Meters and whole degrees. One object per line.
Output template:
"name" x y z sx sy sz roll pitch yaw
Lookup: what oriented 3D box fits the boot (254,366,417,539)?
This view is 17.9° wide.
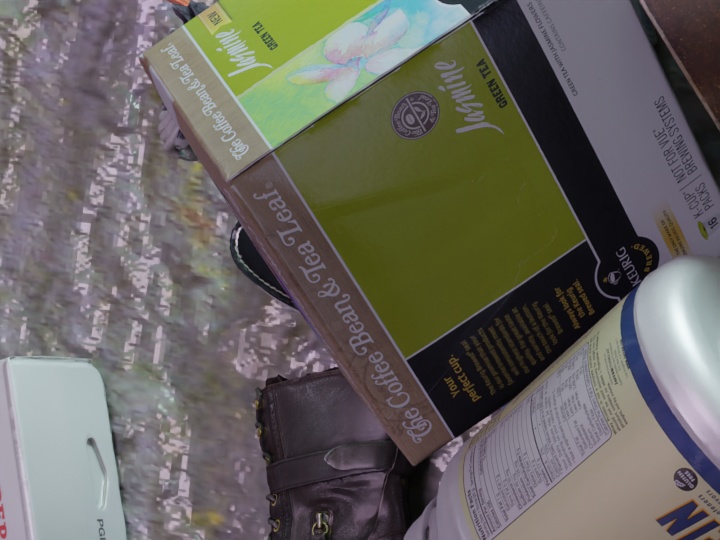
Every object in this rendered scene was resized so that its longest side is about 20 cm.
"boot" -0.036 0.145 1.265 0.200 0.069 0.174 -20 70 28

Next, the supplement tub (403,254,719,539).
"supplement tub" 0.126 0.105 1.047 0.200 0.145 0.145 -46 63 30

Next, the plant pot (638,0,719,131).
"plant pot" 0.224 -0.163 1.053 0.200 0.187 0.187 -32 68 10

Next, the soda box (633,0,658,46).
"soda box" 0.092 -0.203 1.199 0.068 0.064 0.200 -20 74 32

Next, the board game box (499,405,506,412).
"board game box" 0.152 0.121 1.147 0.200 0.039 0.158 33 110 35

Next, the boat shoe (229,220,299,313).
"boat shoe" 0.000 0.000 1.246 0.200 0.060 0.076 13 93 35

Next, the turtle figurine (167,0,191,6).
"turtle figurine" -0.099 -0.231 1.333 0.200 0.064 0.161 42 102 39

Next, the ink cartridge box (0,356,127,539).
"ink cartridge box" -0.247 0.145 1.391 0.200 0.085 0.146 -18 76 30

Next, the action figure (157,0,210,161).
"action figure" -0.044 -0.075 1.199 0.119 0.200 0.102 47 114 28

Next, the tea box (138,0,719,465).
"tea box" 0.039 -0.056 1.067 0.197 0.200 0.134 -34 38 -3
